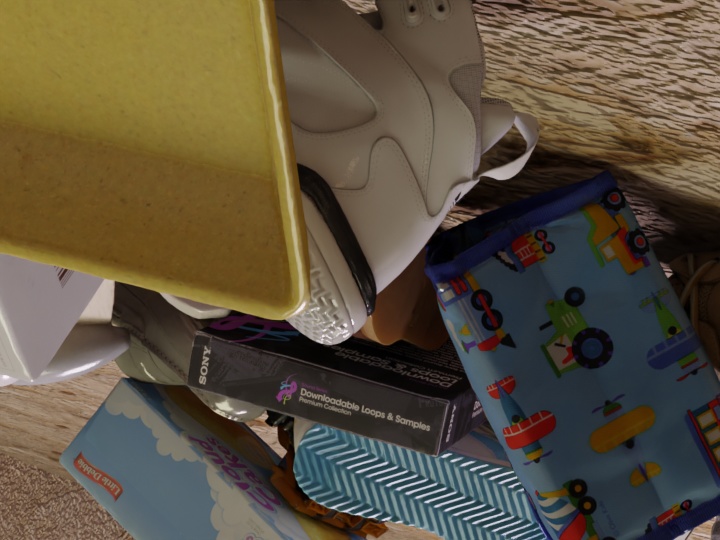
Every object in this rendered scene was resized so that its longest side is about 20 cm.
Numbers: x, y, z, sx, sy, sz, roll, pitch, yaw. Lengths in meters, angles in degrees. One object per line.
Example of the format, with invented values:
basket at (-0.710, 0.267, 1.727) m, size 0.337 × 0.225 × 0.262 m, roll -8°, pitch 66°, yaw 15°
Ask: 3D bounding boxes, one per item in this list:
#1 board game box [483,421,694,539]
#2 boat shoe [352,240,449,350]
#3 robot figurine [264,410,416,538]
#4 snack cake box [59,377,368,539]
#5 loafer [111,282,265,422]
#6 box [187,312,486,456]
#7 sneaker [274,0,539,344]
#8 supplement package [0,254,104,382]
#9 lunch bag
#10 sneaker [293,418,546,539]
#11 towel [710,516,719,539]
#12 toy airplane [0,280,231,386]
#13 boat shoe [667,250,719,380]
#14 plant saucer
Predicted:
board game box at (0.098, 0.097, 1.520) m, size 0.199 × 0.035 × 0.126 m, roll 21°, pitch -155°, yaw -19°
boat shoe at (0.000, 0.000, 1.242) m, size 0.070 × 0.071 × 0.200 m, roll 19°, pitch 171°, yaw 13°
robot figurine at (-0.033, 0.080, 1.504) m, size 0.145 × 0.058 × 0.200 m, roll 29°, pitch -157°, yaw -49°
snack cake box at (-0.067, 0.152, 1.472) m, size 0.200 × 0.067 × 0.115 m, roll 42°, pitch -170°, yaw 19°
loafer at (-0.105, 0.039, 1.445) m, size 0.070 × 0.070 × 0.200 m, roll 26°, pitch -168°, yaw -32°
box at (0.010, 0.047, 1.364) m, size 0.142 × 0.036 × 0.200 m, roll 14°, pitch -167°, yaw 18°
sneaker at (-0.031, -0.083, 0.868) m, size 0.200 × 0.115 × 0.075 m, roll 52°, pitch 170°, yaw 4°
supplement package at (-0.214, -0.048, 1.121) m, size 0.199 × 0.118 × 0.117 m, roll 13°, pitch 142°, yaw 23°
lunch bag at (0.088, 0.045, 1.140) m, size 0.151 × 0.094 × 0.200 m, roll 63°, pitch 174°, yaw -2°
sneaker at (0.057, 0.112, 1.392) m, size 0.199 × 0.077 × 0.081 m, roll 26°, pitch -157°, yaw -14°
towel at (0.299, 0.194, 1.519) m, size 0.199 × 0.166 × 0.086 m, roll 9°, pitch 161°, yaw 37°
toy airplane at (-0.161, -0.001, 1.299) m, size 0.199 × 0.142 × 0.200 m, roll -11°, pitch 143°, yaw 43°
boat shoe at (0.161, 0.025, 1.110) m, size 0.064 × 0.072 × 0.200 m, roll 17°, pitch 171°, yaw -1°
plant saucer at (-0.103, -0.094, 0.777) m, size 0.199 × 0.048 × 0.201 m, roll 13°, pitch 132°, yaw 24°
